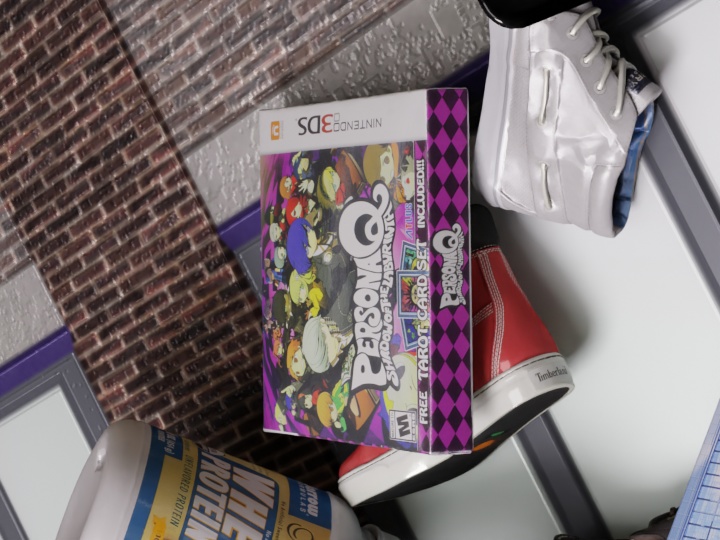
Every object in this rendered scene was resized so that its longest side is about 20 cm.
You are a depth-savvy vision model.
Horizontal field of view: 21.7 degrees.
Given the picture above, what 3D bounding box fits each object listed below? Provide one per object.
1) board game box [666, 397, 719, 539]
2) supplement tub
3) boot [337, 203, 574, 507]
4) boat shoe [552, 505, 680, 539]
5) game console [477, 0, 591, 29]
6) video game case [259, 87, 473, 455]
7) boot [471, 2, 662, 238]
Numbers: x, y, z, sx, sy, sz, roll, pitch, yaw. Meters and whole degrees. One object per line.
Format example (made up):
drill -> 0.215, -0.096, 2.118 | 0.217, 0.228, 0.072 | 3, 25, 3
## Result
board game box -> 0.251, 0.093, 0.929 | 0.199, 0.061, 0.202 | 6, 86, 38
supplement tub -> -0.086, 0.190, 1.166 | 0.198, 0.145, 0.145 | 22, 125, -13
boot -> 0.034, 0.049, 1.133 | 0.200, 0.072, 0.145 | -43, 66, 44
boat shoe -> 0.192, 0.160, 1.046 | 0.199, 0.073, 0.066 | 3, 86, 38
game console -> 0.115, -0.249, 0.922 | 0.175, 0.116, 0.201 | -32, 80, 40
video game case -> 0.000, 0.000, 1.094 | 0.181, 0.036, 0.202 | 1, 92, 57
boot -> 0.121, -0.116, 1.010 | 0.095, 0.073, 0.202 | 20, 124, 25
